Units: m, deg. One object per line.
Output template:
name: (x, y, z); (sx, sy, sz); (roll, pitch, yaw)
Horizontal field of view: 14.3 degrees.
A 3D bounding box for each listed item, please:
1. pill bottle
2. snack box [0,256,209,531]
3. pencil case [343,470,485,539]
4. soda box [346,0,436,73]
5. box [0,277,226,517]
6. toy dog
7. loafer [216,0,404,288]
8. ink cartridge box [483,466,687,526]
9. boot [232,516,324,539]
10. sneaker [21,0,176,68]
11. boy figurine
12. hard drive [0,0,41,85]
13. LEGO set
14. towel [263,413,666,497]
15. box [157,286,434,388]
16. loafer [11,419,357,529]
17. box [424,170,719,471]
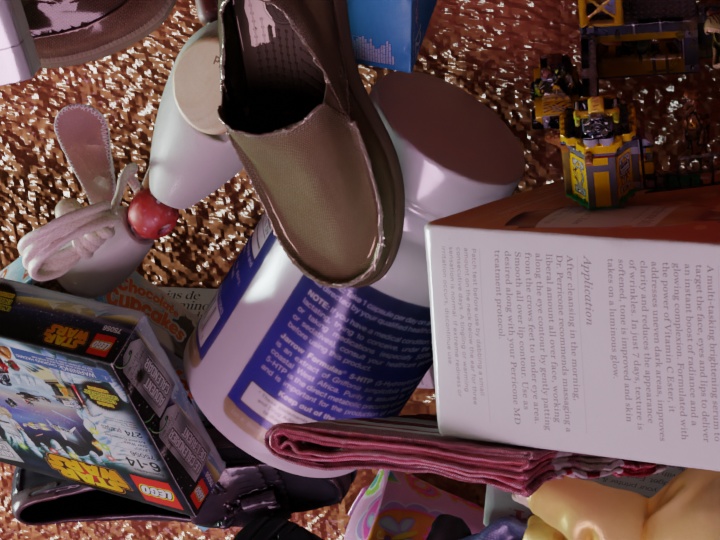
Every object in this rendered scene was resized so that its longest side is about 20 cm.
pill bottle: (0.000, 0.000, 1.514); (0.119, 0.120, 0.200); (27, 121, -10)
snack box: (-0.127, 0.063, 1.638); (0.200, 0.037, 0.116); (37, 135, -21)
pencil case: (0.084, 0.189, 1.724); (0.199, 0.088, 0.088); (23, 137, -7)
soda box: (0.003, -0.193, 1.369); (0.064, 0.068, 0.201); (11, 137, 10)
box: (-0.183, 0.059, 1.562); (0.199, 0.040, 0.137); (12, 147, 30)
toy dog: (-0.104, -0.079, 1.498); (0.199, 0.097, 0.132); (-34, 162, 9)
loafer: (-0.033, -0.072, 1.383); (0.076, 0.067, 0.201); (-2, 120, 28)
ink cartridge box: (0.150, 0.067, 1.573); (0.144, 0.088, 0.201); (12, 135, 8)
boot: (0.010, 0.221, 1.627); (0.198, 0.074, 0.163); (32, 165, 22)
sneaker: (-0.193, -0.147, 1.453); (0.198, 0.071, 0.076); (-2, 160, 8)
boy figurine: (0.125, 0.147, 1.554); (0.199, 0.065, 0.124); (-20, 125, 35)
hard drive: (-0.247, -0.177, 1.401); (0.131, 0.027, 0.201); (-9, 114, 16)
LEGO set: (0.171, -0.117, 1.335); (0.198, 0.154, 0.116); (2, 135, 12)
towel: (0.059, 0.090, 1.451); (0.143, 0.023, 0.200); (6, -178, 26)
box: (-0.051, 0.037, 1.644); (0.199, 0.039, 0.042); (1, 134, 17)
loafer: (-0.101, 0.123, 1.618); (0.199, 0.063, 0.072); (2, 138, 16)
box: (0.154, 0.019, 1.357); (0.199, 0.152, 0.107); (4, 104, 36)
